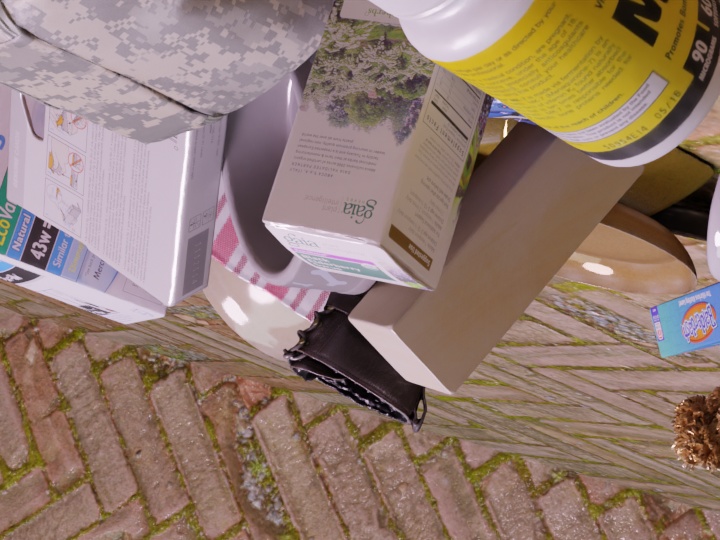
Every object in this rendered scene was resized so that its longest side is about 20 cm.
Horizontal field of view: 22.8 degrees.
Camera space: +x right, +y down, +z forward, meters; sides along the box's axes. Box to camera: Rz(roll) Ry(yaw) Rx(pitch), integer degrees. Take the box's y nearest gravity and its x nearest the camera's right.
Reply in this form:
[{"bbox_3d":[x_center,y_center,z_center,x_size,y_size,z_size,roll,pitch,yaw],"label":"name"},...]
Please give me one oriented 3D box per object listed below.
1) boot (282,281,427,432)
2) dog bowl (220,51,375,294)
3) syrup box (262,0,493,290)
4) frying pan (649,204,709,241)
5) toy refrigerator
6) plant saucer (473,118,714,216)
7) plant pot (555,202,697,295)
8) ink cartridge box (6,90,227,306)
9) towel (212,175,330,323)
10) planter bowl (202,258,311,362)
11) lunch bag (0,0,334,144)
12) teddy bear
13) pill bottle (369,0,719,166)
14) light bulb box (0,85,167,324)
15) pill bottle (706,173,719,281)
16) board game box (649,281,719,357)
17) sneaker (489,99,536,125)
[{"bbox_3d":[0.000,0.000,1.275,0.199,0.175,0.069,32,163,16],"label":"boot"},{"bbox_3d":[-0.041,-0.081,1.184,0.058,0.203,0.200,-7,179,-23],"label":"dog bowl"},{"bbox_3d":[0.022,-0.098,1.010,0.078,0.202,0.081,10,167,29],"label":"syrup box"},{"bbox_3d":[0.254,-0.034,1.398,0.114,0.031,0.190,13,-176,11],"label":"frying pan"},{"bbox_3d":[0.090,-0.016,1.163,0.070,0.200,0.076,46,166,-19],"label":"toy refrigerator"},{"bbox_3d":[0.124,-0.084,1.319,0.199,0.049,0.199,23,168,-29],"label":"plant saucer"},{"bbox_3d":[0.159,-0.028,1.341,0.198,0.028,0.200,17,168,4],"label":"plant pot"},{"bbox_3d":[-0.175,-0.100,1.273,0.175,0.202,0.045,32,-139,27],"label":"ink cartridge box"},{"bbox_3d":[-0.049,-0.054,1.374,0.199,0.147,0.030,33,-170,9],"label":"towel"},{"bbox_3d":[-0.028,-0.042,1.465,0.199,0.202,0.134,25,140,-32],"label":"planter bowl"},{"bbox_3d":[-0.122,-0.175,1.037,0.167,0.141,0.199,-15,153,39],"label":"lunch bag"},{"bbox_3d":[0.323,0.089,1.358,0.199,0.067,0.145,-22,-169,32],"label":"teddy bear"},{"bbox_3d":[0.090,-0.142,0.915,0.199,0.115,0.114,25,167,-36],"label":"pill bottle"},{"bbox_3d":[-0.245,-0.080,1.529,0.198,0.200,0.125,21,167,-21],"label":"light bulb box"},{"bbox_3d":[0.325,-0.026,1.116,0.198,0.110,0.109,14,168,21],"label":"pill bottle"},{"bbox_3d":[0.322,0.020,1.340,0.150,0.045,0.200,-13,174,-11],"label":"board game box"},{"bbox_3d":[0.090,-0.121,1.132,0.198,0.076,0.078,13,171,34],"label":"sneaker"}]
